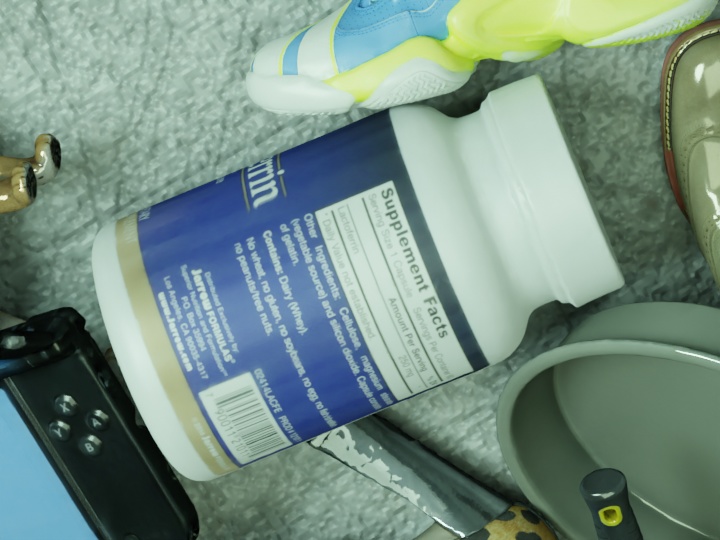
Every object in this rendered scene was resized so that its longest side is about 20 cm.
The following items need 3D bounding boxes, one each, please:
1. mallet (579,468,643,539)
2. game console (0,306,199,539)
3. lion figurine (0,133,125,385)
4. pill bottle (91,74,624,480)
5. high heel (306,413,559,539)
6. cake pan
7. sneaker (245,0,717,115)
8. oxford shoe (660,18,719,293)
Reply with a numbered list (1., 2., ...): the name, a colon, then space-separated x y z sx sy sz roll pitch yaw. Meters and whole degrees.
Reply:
1. mallet: 0.114 0.153 1.230 0.066 0.041 0.200 -17 136 14
2. game console: -0.198 0.092 1.153 0.199 0.116 0.176 -17 114 31
3. lion figurine: -0.176 0.001 1.185 0.122 0.073 0.201 -7 116 13
4. pill bottle: 0.000 0.000 1.168 0.199 0.116 0.116 -22 109 5
5. high heel: -0.004 0.171 1.246 0.142 0.071 0.200 34 96 -4
6. cake pan: 0.154 0.083 1.189 0.200 0.037 0.201 21 147 14
7. sneaker: 0.042 -0.129 1.155 0.199 0.076 0.106 -15 98 -5
8. oxford shoe: 0.178 -0.009 1.194 0.070 0.075 0.201 -20 109 4
